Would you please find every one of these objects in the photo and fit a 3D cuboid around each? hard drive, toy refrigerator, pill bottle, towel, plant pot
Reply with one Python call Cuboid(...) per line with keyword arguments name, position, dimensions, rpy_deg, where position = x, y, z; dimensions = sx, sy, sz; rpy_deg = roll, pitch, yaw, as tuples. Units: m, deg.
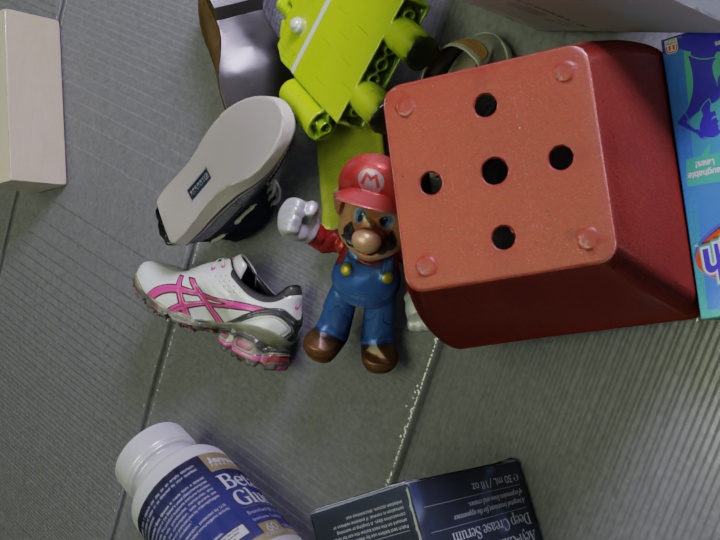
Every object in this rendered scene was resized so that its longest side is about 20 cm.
Cuboid(name="hard drive", position=(0.152, -0.192, 0.748), dimensions=(0.200, 0.132, 0.027), rpy_deg=(20, 98, 56))
Cuboid(name="toy refrigerator", position=(-0.403, -0.197, 1.289), dimensions=(0.070, 0.076, 0.200), rpy_deg=(-8, 84, 40))
Cuboid(name="pill bottle", position=(-0.148, 0.237, 1.039), dimensions=(0.200, 0.111, 0.111), rpy_deg=(40, 114, 33))
Cuboid(name="towel", position=(-0.014, -0.139, 0.975), dimensions=(0.086, 0.018, 0.200), rpy_deg=(-22, 68, 47))
Cuboid(name="plant pot", position=(0.115, -0.056, 0.747), dimensions=(0.200, 0.176, 0.200), rpy_deg=(-9, 83, 21))

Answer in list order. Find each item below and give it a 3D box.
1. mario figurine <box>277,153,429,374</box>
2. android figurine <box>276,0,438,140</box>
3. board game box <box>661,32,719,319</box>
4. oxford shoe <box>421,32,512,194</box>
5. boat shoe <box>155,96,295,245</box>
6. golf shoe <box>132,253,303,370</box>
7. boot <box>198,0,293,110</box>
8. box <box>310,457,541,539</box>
Cuboid(name="mario figurine", position=(0.000, 0.000, 0.888), dimensions=(0.106, 0.123, 0.200), rpy_deg=(49, 141, 45))
Cuboid(name="android figurine", position=(-0.012, -0.207, 0.941), dimensions=(0.182, 0.041, 0.200), rpy_deg=(-58, 47, 24))
Cuboid(name="board game box", position=(0.290, -0.075, 0.720), dimensions=(0.152, 0.045, 0.200), rpy_deg=(-13, 81, 40))
Cuboid(name="oxford shoe", position=(0.060, -0.106, 0.908), dimensions=(0.075, 0.058, 0.200), rpy_deg=(37, 114, 32))
Cuboid(name="boat shoe", position=(-0.105, -0.092, 1.020), dimensions=(0.200, 0.093, 0.075), rpy_deg=(-36, 67, 38))
Cuboid(name="golf shoe", position=(-0.136, 0.023, 1.065), dimensions=(0.200, 0.073, 0.092), rpy_deg=(23, 98, 28))
Cuboid(name="boot", position=(-0.117, -0.207, 1.069), dimensions=(0.075, 0.074, 0.200), rpy_deg=(147, 110, -67))
Cuboid(name="box", position=(0.069, 0.260, 0.832), dimensions=(0.107, 0.148, 0.200), rpy_deg=(-26, 73, 37))
